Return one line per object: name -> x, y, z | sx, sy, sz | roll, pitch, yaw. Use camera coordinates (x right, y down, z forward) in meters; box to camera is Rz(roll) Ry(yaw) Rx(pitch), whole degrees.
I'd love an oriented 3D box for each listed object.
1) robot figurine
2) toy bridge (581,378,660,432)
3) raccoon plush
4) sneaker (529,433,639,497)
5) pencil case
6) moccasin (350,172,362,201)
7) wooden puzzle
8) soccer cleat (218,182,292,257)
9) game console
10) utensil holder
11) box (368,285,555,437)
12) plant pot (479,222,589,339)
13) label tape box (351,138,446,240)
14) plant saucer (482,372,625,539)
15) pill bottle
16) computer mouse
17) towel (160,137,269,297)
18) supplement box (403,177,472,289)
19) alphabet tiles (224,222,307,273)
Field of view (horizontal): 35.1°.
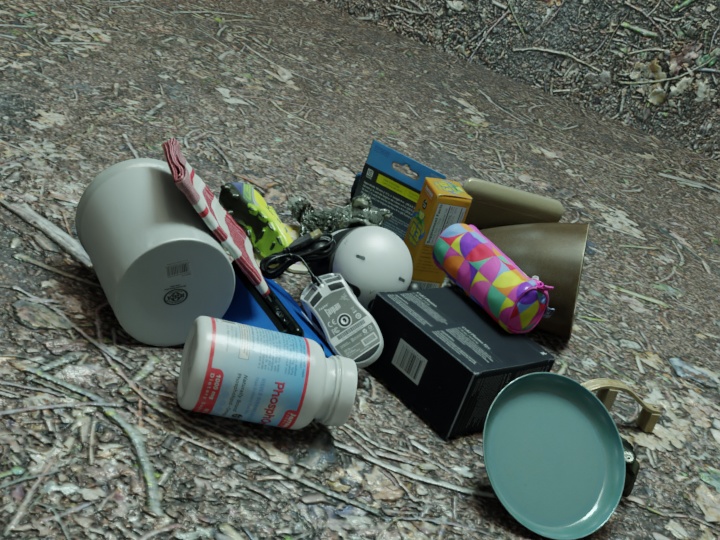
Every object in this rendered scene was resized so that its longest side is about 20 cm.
robot figurine -> -0.002, 0.001, 1.639 | 0.148, 0.127, 0.200 | -20, 5, -19
toy bridge -> 0.346, 0.188, 1.629 | 0.197, 0.068, 0.027 | 11, 24, -23
raccoon plush -> -0.042, -0.095, 1.795 | 0.096, 0.134, 0.200 | 14, 31, -54
sneaker -> 0.285, 0.244, 1.445 | 0.114, 0.077, 0.198 | 34, 25, 32
pencil case -> 0.186, 0.009, 1.609 | 0.087, 0.089, 0.200 | 0, 29, -39
moccasin -> 0.068, -0.105, 2.043 | 0.199, 0.069, 0.080 | 35, 19, 27
wooden puzzle -> 0.220, -0.070, 1.924 | 0.182, 0.201, 0.038 | 13, 48, -15
soccer cleat -> -0.148, -0.078, 1.770 | 0.083, 0.065, 0.200 | 0, 32, -42
game console -> -0.143, 0.081, 1.523 | 0.171, 0.118, 0.200 | 42, 4, -43
utensil holder -> -0.264, -0.023, 1.466 | 0.168, 0.172, 0.200 | 5, 30, -31
box -> 0.128, 0.118, 1.554 | 0.181, 0.105, 0.200 | -4, 34, -45
plant pot -> 0.261, 0.002, 1.862 | 0.197, 0.190, 0.187 | 9, 21, 11
label tape box -> 0.060, -0.096, 1.842 | 0.143, 0.202, 0.063 | 28, 24, 19
plant saucer -> 0.231, 0.225, 1.377 | 0.197, 0.027, 0.203 | 8, 67, -20
pill bottle -> -0.109, 0.126, 1.338 | 0.197, 0.110, 0.109 | 13, 24, -17
computer mouse -> -0.043, 0.046, 1.523 | 0.109, 0.044, 0.201 | -30, 77, -13
towel -> -0.184, -0.069, 1.463 | 0.201, 0.023, 0.144 | 55, 2, -31
supplement box -> 0.105, -0.039, 1.754 | 0.068, 0.202, 0.067 | 9, 25, -24
alphabet tiles -> -0.166, -0.054, 1.802 | 0.197, 0.015, 0.196 | 6, 27, -31
